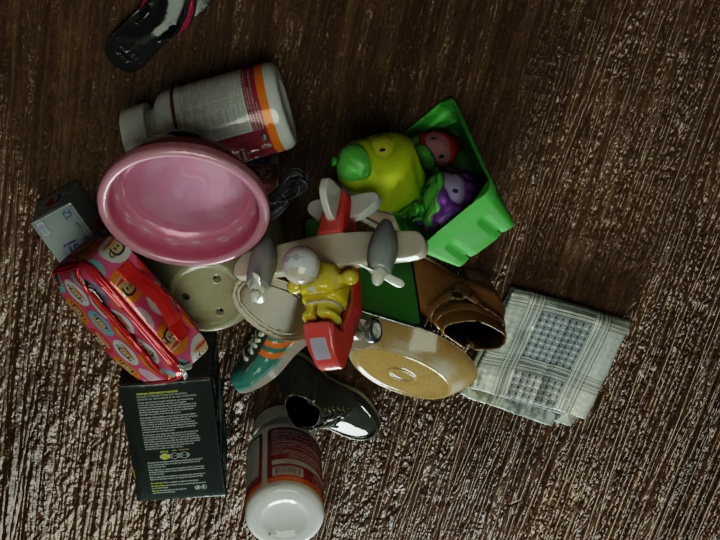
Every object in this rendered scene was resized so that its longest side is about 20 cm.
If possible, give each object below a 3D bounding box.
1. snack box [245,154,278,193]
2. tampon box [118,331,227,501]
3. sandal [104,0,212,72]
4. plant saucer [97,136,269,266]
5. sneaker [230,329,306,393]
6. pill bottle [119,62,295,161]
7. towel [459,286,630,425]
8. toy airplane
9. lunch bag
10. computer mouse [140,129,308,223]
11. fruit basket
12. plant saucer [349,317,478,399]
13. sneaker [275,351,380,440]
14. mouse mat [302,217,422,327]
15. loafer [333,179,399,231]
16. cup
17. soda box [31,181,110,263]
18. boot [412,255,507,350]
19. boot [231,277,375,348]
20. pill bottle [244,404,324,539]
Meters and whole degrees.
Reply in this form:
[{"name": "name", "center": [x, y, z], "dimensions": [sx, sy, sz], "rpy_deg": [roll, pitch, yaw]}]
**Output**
[{"name": "snack box", "center": [-0.204, -0.118, 1.669], "dimensions": [0.198, 0.072, 0.024], "rpy_deg": [-4, 120, -2]}, {"name": "tampon box", "center": [-0.256, 0.193, 1.799], "dimensions": [0.125, 0.150, 0.201], "rpy_deg": [-4, 120, -2]}, {"name": "sandal", "center": [-0.236, -0.313, 1.571], "dimensions": [0.075, 0.045, 0.200], "rpy_deg": [36, 112, -21]}, {"name": "plant saucer", "center": [-0.204, -0.086, 1.514], "dimensions": [0.199, 0.051, 0.201], "rpy_deg": [1, 140, 1]}, {"name": "sneaker", "center": [-0.118, 0.083, 1.795], "dimensions": [0.200, 0.071, 0.080], "rpy_deg": [-43, 113, 10]}, {"name": "pill bottle", "center": [-0.188, -0.180, 1.604], "dimensions": [0.199, 0.110, 0.110], "rpy_deg": [-15, 120, 5]}, {"name": "towel", "center": [0.263, 0.131, 1.863], "dimensions": [0.191, 0.035, 0.201], "rpy_deg": [16, 118, -13]}, {"name": "toy airplane", "center": [-0.040, -0.013, 1.506], "dimensions": [0.200, 0.199, 0.141], "rpy_deg": [-52, 151, 14]}, {"name": "lunch bag", "center": [-0.281, 0.049, 1.618], "dimensions": [0.082, 0.176, 0.200], "rpy_deg": [-47, 109, -27]}, {"name": "computer mouse", "center": [-0.169, -0.121, 1.544], "dimensions": [0.199, 0.044, 0.110], "rpy_deg": [27, 135, -27]}, {"name": "fruit basket", "center": [0.072, -0.123, 1.610], "dimensions": [0.155, 0.216, 0.216], "rpy_deg": [-38, 115, 17]}, {"name": "plant saucer", "center": [0.061, 0.129, 1.781], "dimensions": [0.199, 0.036, 0.201], "rpy_deg": [17, 155, 8]}, {"name": "sneaker", "center": [-0.046, 0.206, 1.842], "dimensions": [0.200, 0.106, 0.075], "rpy_deg": [37, 111, -27]}, {"name": "mouse mat", "center": [0.000, 0.000, 1.676], "dimensions": [0.160, 0.200, 0.008], "rpy_deg": [18, 117, -13]}, {"name": "loafer", "center": [0.046, -0.081, 1.716], "dimensions": [0.199, 0.072, 0.063], "rpy_deg": [26, 102, -24]}, {"name": "cup", "center": [-0.197, -0.001, 1.696], "dimensions": [0.199, 0.144, 0.202], "rpy_deg": [-1, 121, -2]}, {"name": "soda box", "center": [-0.351, -0.014, 1.721], "dimensions": [0.063, 0.068, 0.201], "rpy_deg": [-26, 119, 9]}, {"name": "boot", "center": [0.098, 0.049, 1.735], "dimensions": [0.199, 0.156, 0.077], "rpy_deg": [12, 117, -11]}, {"name": "boot", "center": [-0.078, 0.035, 1.670], "dimensions": [0.199, 0.155, 0.074], "rpy_deg": [22, 106, -17]}, {"name": "pill bottle", "center": [-0.108, 0.284, 1.831], "dimensions": [0.109, 0.200, 0.110], "rpy_deg": [-2, 120, -3]}]
